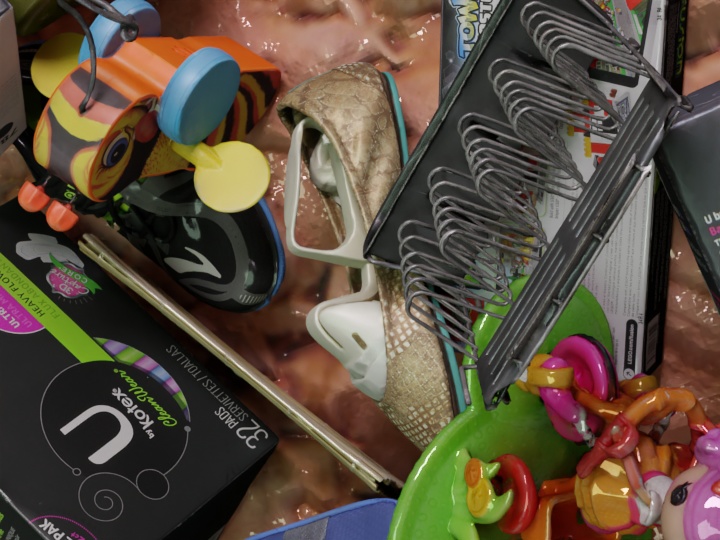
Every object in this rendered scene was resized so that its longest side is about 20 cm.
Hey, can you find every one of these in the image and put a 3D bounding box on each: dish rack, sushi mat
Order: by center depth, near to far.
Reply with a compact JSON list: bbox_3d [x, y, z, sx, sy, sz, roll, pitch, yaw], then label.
[{"bbox_3d":[0.062,-0.036,0.704,0.054,0.200,0.154,26,105,-10],"label":"dish rack"},{"bbox_3d":[-0.059,0.051,0.903,0.200,0.096,0.012,38,87,12],"label":"sushi mat"}]

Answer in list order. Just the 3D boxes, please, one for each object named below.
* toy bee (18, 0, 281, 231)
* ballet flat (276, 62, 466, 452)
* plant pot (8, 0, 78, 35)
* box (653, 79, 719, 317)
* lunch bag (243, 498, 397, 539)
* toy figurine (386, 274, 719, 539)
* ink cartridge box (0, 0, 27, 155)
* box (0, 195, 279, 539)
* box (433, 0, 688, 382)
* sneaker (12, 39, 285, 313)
[{"bbox_3d":[-0.116,-0.073,0.820,0.131,0.200,0.109,39,102,38],"label":"toy bee"},{"bbox_3d":[0.000,0.000,0.839,0.071,0.065,0.201,126,132,-69],"label":"ballet flat"},{"bbox_3d":[-0.174,-0.224,0.833,0.200,0.200,0.193,-37,98,31],"label":"plant pot"},{"bbox_3d":[0.201,0.010,0.718,0.106,0.122,0.201,-24,94,9],"label":"box"},{"bbox_3d":[-0.001,0.206,0.849,0.136,0.201,0.132,-23,137,29],"label":"lunch bag"},{"bbox_3d":[0.122,0.110,0.720,0.184,0.150,0.201,12,98,57],"label":"toy figurine"},{"bbox_3d":[-0.203,-0.108,0.820,0.099,0.039,0.200,45,163,3],"label":"ink cartridge box"},{"bbox_3d":[-0.174,0.089,0.923,0.200,0.148,0.124,42,135,10],"label":"box"},{"bbox_3d":[0.091,-0.054,0.821,0.110,0.035,0.201,10,109,25],"label":"box"},{"bbox_3d":[-0.124,-0.042,0.908,0.199,0.083,0.071,40,119,12],"label":"sneaker"}]
